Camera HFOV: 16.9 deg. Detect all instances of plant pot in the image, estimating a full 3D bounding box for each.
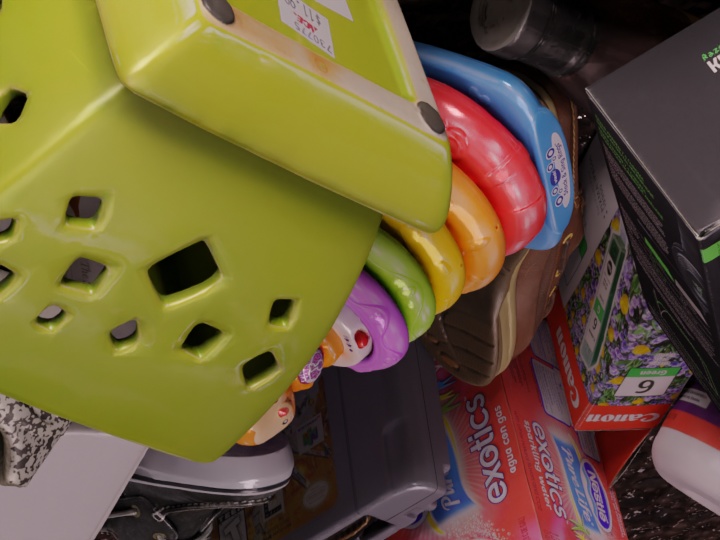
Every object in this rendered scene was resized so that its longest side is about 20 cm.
[{"bbox_3d":[-0.088,-0.071,0.956,0.181,0.200,0.199,-39,139,26],"label":"plant pot"}]

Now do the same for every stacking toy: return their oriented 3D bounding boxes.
[{"bbox_3d":[0.000,0.000,1.065,0.109,0.200,0.116,20,147,29],"label":"stacking toy"}]

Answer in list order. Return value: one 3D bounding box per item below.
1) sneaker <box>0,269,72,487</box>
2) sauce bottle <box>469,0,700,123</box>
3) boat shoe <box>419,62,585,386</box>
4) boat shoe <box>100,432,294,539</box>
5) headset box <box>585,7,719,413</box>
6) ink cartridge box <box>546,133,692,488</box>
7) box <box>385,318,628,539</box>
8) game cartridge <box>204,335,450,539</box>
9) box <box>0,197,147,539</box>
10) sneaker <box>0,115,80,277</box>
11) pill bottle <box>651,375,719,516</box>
[{"bbox_3d":[-0.196,0.025,0.998,0.199,0.089,0.077,30,163,-14],"label":"sneaker"},{"bbox_3d":[0.134,-0.091,1.113,0.199,0.066,0.066,18,138,-36],"label":"sauce bottle"},{"bbox_3d":[0.074,-0.030,1.195,0.067,0.072,0.201,-35,150,-33],"label":"boat shoe"},{"bbox_3d":[-0.102,0.118,1.283,0.072,0.071,0.199,-8,-177,-39],"label":"boat shoe"},{"bbox_3d":[0.202,-0.044,1.024,0.173,0.093,0.200,-30,146,-4],"label":"headset box"},{"bbox_3d":[0.129,0.019,1.237,0.050,0.110,0.200,0,146,-17],"label":"ink cartridge box"},{"bbox_3d":[0.074,0.121,1.294,0.094,0.201,0.102,-31,145,26],"label":"box"},{"bbox_3d":[-0.039,0.102,1.290,0.200,0.134,0.041,-34,142,32],"label":"game cartridge"},{"bbox_3d":[-0.210,0.034,1.111,0.199,0.153,0.106,5,144,-24],"label":"box"},{"bbox_3d":[-0.210,-0.060,1.056,0.200,0.085,0.073,34,136,-22],"label":"sneaker"},{"bbox_3d":[0.239,0.040,1.229,0.112,0.112,0.201,35,83,-50],"label":"pill bottle"}]
